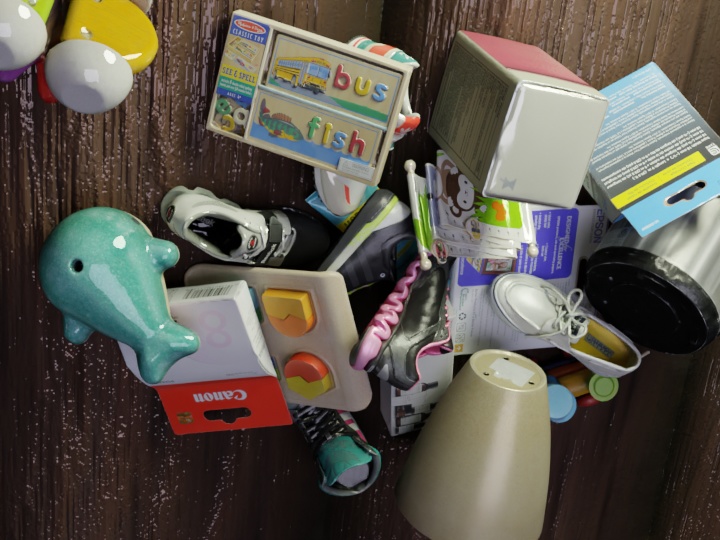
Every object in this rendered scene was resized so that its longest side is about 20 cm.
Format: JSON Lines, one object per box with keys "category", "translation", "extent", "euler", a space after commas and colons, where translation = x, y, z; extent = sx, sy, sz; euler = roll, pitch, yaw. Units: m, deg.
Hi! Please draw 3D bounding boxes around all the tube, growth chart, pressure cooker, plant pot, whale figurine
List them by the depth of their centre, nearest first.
{"category": "whale figurine", "translation": [-0.259, 0.025, 1.265], "extent": [0.159, 0.104, 0.200], "euler": [-38, 82, 7]}
{"category": "growth chart", "translation": [0.128, -0.074, 1.355], "extent": [0.200, 0.018, 0.145], "euler": [-4, 77, -38]}
{"category": "tube", "translation": [0.027, -0.041, 1.400], "extent": [0.077, 0.050, 0.200], "euler": [-45, 113, -4]}
{"category": "pressure cooker", "translation": [0.381, -0.024, 1.414], "extent": [0.200, 0.176, 0.179], "euler": [-53, 147, -26]}
{"category": "plant pot", "translation": [0.153, 0.203, 1.429], "extent": [0.187, 0.187, 0.201], "euler": [4, 116, -19]}

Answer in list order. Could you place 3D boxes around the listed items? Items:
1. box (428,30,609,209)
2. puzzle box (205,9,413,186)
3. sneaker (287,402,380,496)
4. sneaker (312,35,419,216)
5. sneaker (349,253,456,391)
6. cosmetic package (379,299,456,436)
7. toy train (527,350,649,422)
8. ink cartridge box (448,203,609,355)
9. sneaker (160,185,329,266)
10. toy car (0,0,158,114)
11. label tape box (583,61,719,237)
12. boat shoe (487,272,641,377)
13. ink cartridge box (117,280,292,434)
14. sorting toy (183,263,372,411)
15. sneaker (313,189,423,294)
{"category": "box", "translation": [0.165, -0.166, 1.289], "extent": [0.109, 0.200, 0.128], "euler": [8, 114, -19]}
{"category": "puzzle box", "translation": [-0.056, -0.183, 1.261], "extent": [0.199, 0.025, 0.133], "euler": [19, 110, 7]}
{"category": "sneaker", "translation": [-0.039, 0.202, 1.449], "extent": [0.084, 0.121, 0.200], "euler": [-34, 119, 1]}
{"category": "sneaker", "translation": [0.012, -0.148, 1.295], "extent": [0.070, 0.093, 0.200], "euler": [-10, 115, -55]}
{"category": "sneaker", "translation": [0.070, 0.052, 1.335], "extent": [0.095, 0.079, 0.200], "euler": [33, 62, 3]}
{"category": "cosmetic package", "translation": [0.069, 0.116, 1.449], "extent": [0.082, 0.051, 0.200], "euler": [-14, 136, -12]}
{"category": "toy train", "translation": [0.297, 0.136, 1.512], "extent": [0.199, 0.116, 0.085], "euler": [-18, 96, -8]}
{"category": "ink cartridge box", "translation": [0.201, 0.007, 1.473], "extent": [0.199, 0.043, 0.199], "euler": [-3, 115, -13]}
{"category": "sneaker", "translation": [-0.121, -0.034, 1.331], "extent": [0.199, 0.089, 0.074], "euler": [10, 110, -24]}
{"category": "toy car", "translation": [-0.306, -0.235, 1.156], "extent": [0.200, 0.175, 0.150], "euler": [26, 142, -26]}
{"category": "label tape box", "translation": [0.328, -0.125, 1.357], "extent": [0.144, 0.200, 0.063], "euler": [-28, 147, -2]}
{"category": "boat shoe", "translation": [0.247, 0.065, 1.412], "extent": [0.202, 0.086, 0.075], "euler": [34, 78, -7]}
{"category": "ink cartridge box", "translation": [-0.181, 0.112, 1.363], "extent": [0.162, 0.057, 0.201], "euler": [-7, 113, 18]}
{"category": "sorting toy", "translation": [-0.098, 0.081, 1.365], "extent": [0.199, 0.036, 0.186], "euler": [1, 121, 26]}
{"category": "sneaker", "translation": [0.000, 0.000, 1.352], "extent": [0.083, 0.072, 0.200], "euler": [36, 115, -4]}
